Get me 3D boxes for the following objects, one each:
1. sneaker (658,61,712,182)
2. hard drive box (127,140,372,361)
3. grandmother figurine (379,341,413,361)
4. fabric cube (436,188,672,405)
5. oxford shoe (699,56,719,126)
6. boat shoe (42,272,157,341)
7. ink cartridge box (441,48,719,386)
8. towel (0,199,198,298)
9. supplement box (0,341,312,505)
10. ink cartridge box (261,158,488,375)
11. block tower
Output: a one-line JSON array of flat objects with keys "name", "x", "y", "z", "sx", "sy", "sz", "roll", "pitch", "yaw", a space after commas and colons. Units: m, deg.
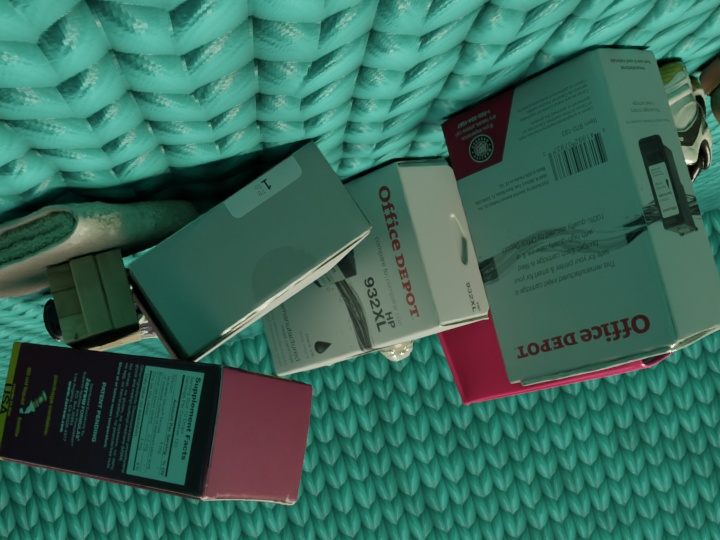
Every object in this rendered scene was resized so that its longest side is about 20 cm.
[{"name": "sneaker", "x": 0.252, "y": -0.110, "z": 0.915, "sx": 0.075, "sy": 0.089, "sz": 0.200, "roll": -19, "pitch": 176, "yaw": 23}, {"name": "hard drive box", "x": -0.089, "y": -0.002, "z": 0.834, "sx": 0.155, "sy": 0.077, "sz": 0.200, "roll": -35, "pitch": 180, "yaw": -14}, {"name": "grandmother figurine", "x": 0.039, "y": 0.038, "z": 1.418, "sx": 0.119, "sy": 0.061, "sz": 0.202, "roll": -12, "pitch": 133, "yaw": -6}, {"name": "fabric cube", "x": 0.188, "y": -0.010, "z": 1.041, "sx": 0.198, "sy": 0.202, "sz": 0.195, "roll": -19, "pitch": -177, "yaw": 41}, {"name": "oxford shoe", "x": 0.314, "y": -0.141, "z": 0.824, "sx": 0.070, "sy": 0.075, "sz": 0.200, "roll": -15, "pitch": 175, "yaw": 1}, {"name": "boat shoe", "x": -0.219, "y": 0.037, "z": 1.130, "sx": 0.197, "sy": 0.076, "sz": 0.093, "roll": -13, "pitch": -178, "yaw": -20}, {"name": "ink cartridge box", "x": 0.156, "y": -0.034, "z": 0.783, "sx": 0.083, "sy": 0.203, "sz": 0.144, "roll": -10, "pitch": 173, "yaw": -45}, {"name": "towel", "x": -0.225, "y": -0.014, "z": 0.792, "sx": 0.198, "sy": 0.035, "sz": 0.132, "roll": -17, "pitch": 177, "yaw": 30}, {"name": "supplement box", "x": -0.147, "y": 0.107, "z": 0.781, "sx": 0.198, "sy": 0.087, "sz": 0.110, "roll": 3, "pitch": 169, "yaw": 32}, {"name": "ink cartridge box", "x": 0.000, "y": 0.000, "z": 1.001, "sx": 0.198, "sy": 0.147, "sz": 0.083, "roll": -19, "pitch": 173, "yaw": 38}, {"name": "block tower", "x": -0.199, "y": 0.027, "z": 0.843, "sx": 0.053, "sy": 0.059, "sz": 0.200, "roll": -14, "pitch": 175, "yaw": -12}]
